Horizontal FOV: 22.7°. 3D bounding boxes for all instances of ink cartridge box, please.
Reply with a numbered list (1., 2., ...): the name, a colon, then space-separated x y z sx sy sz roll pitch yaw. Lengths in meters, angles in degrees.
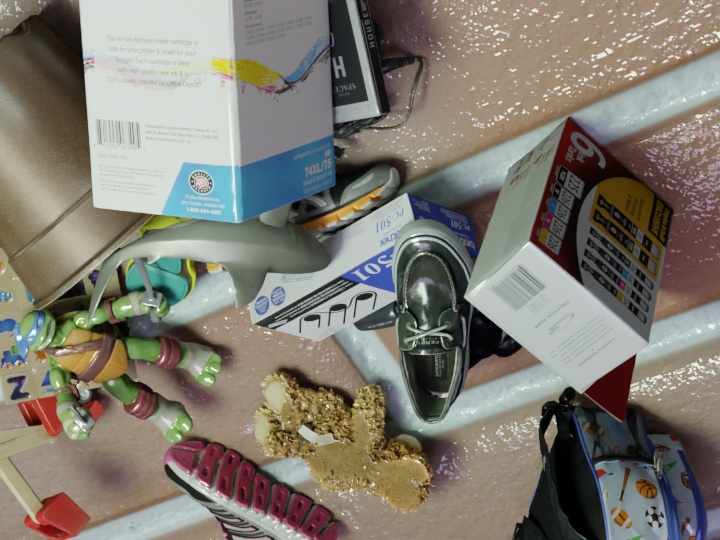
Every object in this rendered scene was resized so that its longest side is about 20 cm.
1. ink cartridge box: 0.000 0.000 1.626 0.200 0.044 0.094 -30 151 32
2. ink cartridge box: -0.119 -0.155 1.419 0.146 0.146 0.200 7 108 30
3. ink cartridge box: 0.194 -0.002 1.494 0.176 0.200 0.084 40 126 -13

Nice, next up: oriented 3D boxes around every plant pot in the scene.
1. plant pot: -0.277 -0.104 1.581 0.200 0.200 0.198 -34 103 34

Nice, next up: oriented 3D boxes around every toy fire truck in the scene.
1. toy fire truck: -0.335 0.162 1.811 0.200 0.141 0.049 44 146 -16

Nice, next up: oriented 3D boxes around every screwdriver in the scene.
1. screwdriver: 0.063 0.024 1.635 0.200 0.028 0.029 -23 106 46

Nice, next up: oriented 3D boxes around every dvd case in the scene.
1. dvd case: -0.062 -0.215 1.470 0.150 0.025 0.200 -7 99 32

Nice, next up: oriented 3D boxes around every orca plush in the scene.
1. orca plush: 0.117 0.049 1.637 0.200 0.071 0.105 -32 111 33

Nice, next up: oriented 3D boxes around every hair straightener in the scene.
1. hair straightener: -0.026 -0.135 1.574 0.200 0.041 0.077 -22 116 25

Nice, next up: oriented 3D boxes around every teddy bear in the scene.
1. teddy bear: -0.016 0.166 1.778 0.200 0.067 0.145 9 118 19

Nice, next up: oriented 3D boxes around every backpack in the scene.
1. backpack: 0.234 0.243 1.669 0.154 0.191 0.200 3 128 -5

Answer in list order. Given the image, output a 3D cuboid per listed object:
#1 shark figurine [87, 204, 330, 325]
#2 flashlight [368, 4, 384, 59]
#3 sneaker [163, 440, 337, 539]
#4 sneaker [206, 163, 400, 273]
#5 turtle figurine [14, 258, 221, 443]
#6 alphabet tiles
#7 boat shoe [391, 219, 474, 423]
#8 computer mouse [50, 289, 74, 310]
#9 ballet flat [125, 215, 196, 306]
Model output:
1. shark figurine: -0.126 -0.004 1.510 0.214 0.090 0.128 -4 156 -8
2. flashlight: -0.076 -0.170 1.540 0.200 0.068 0.068 -24 110 29
3. sneaker: -0.126 0.253 1.860 0.200 0.074 0.087 31 122 -12
4. sneaker: -0.060 -0.061 1.614 0.200 0.078 0.077 -20 84 16
5. turtle figurine: -0.217 0.096 1.692 0.200 0.144 0.194 -16 149 42
6. alphabet tiles: -0.330 0.052 1.746 0.200 0.008 0.168 -11 115 -7
7. boat shoe: 0.067 0.049 1.557 0.072 0.071 0.200 -2 128 12
8. computer mouse: -0.374 0.016 1.794 0.200 0.034 0.059 8 141 16
9. ballet flat: -0.176 -0.021 1.671 0.067 0.067 0.200 23 159 -3
